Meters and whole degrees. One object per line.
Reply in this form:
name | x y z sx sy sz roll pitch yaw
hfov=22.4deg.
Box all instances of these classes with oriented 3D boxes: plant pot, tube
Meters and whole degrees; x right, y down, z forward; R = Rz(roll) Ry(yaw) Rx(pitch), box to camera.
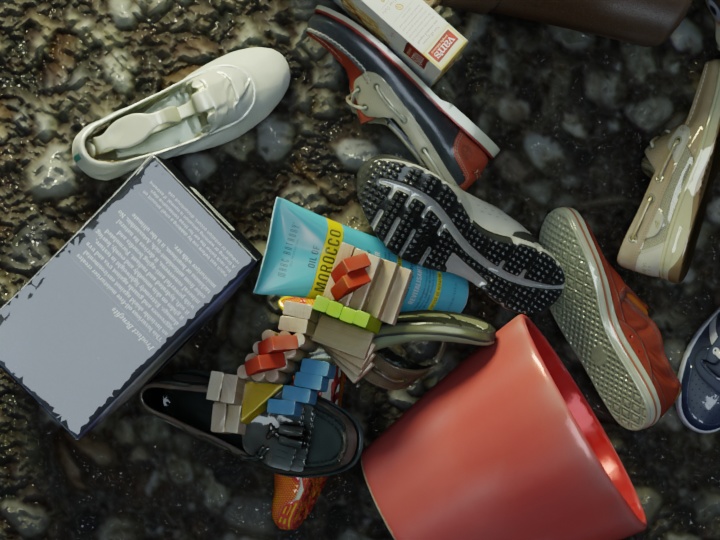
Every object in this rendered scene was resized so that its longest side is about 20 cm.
plant pot | 0.174 -0.281 1.485 0.198 0.200 0.201 17 90 -9
tube | 0.000 0.000 1.494 0.200 0.050 0.078 15 84 -37
plant pot | 0.110 0.165 1.491 0.177 0.200 0.201 -31 91 8

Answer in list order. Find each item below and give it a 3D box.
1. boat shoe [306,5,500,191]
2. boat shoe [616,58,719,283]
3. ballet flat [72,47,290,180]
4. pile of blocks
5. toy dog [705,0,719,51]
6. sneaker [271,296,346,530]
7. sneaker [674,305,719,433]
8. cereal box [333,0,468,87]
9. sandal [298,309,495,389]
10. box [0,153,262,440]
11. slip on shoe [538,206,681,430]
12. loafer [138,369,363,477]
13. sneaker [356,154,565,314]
boat shoe | 0.026 -0.143 1.539 0.200 0.071 0.063 41 92 -6
boat shoe | 0.269 -0.091 1.545 0.065 0.072 0.201 15 82 19
ballet flat | -0.150 -0.130 1.533 0.200 0.069 0.070 -24 91 -2
pile of blocks | -0.042 0.061 1.414 0.200 0.062 0.082 -46 75 3
toy dog | 0.384 -0.213 1.500 0.199 0.140 0.194 11 114 4
sneaker | -0.055 0.119 1.545 0.077 0.073 0.201 7 83 12
sneaker | 0.335 0.050 1.527 0.070 0.109 0.200 33 90 -1
cereal box | -0.001 -0.234 1.498 0.200 0.144 0.040 42 89 -1
sandal | 0.013 0.071 1.478 0.200 0.080 0.058 -12 95 10
box | -0.188 0.020 1.468 0.198 0.200 0.123 -44 92 0
slip on shoe | 0.211 0.037 1.552 0.061 0.074 0.200 -23 84 -36
loafer | -0.094 0.127 1.493 0.200 0.063 0.072 12 93 32
sneaker | 0.077 -0.034 1.516 0.200 0.080 0.074 33 105 -19
